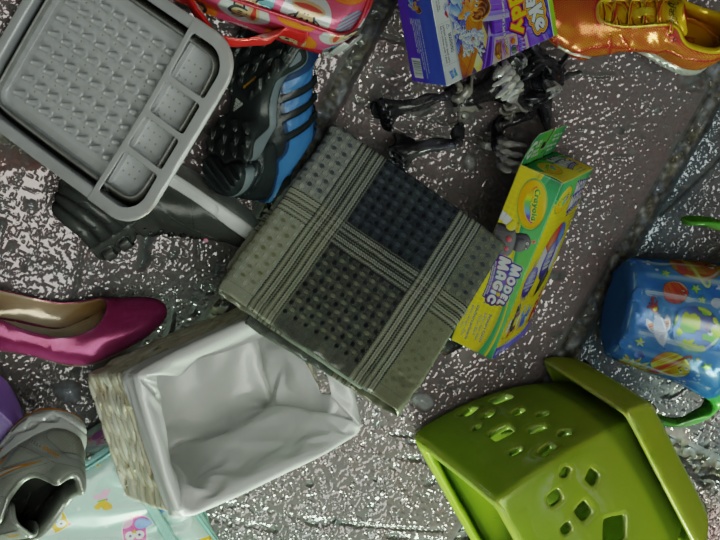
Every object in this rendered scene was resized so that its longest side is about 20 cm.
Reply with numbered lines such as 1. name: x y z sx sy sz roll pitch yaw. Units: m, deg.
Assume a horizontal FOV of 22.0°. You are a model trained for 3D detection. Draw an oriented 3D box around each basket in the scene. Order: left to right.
1. basket: -0.122 0.112 1.597 0.199 0.123 0.137 -23 102 -32

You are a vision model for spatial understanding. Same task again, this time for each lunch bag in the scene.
1. lunch bag: -0.214 0.238 1.672 0.160 0.077 0.201 -31 113 -6
2. lunch bag: -0.076 -0.264 1.511 0.199 0.082 0.177 20 81 -7

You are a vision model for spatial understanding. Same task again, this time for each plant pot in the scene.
1. plant pot: 0.195 0.204 1.721 0.181 0.199 0.201 -35 113 -10

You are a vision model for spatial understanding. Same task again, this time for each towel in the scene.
1. towel: 0.000 0.000 1.576 0.192 0.035 0.201 35 64 1

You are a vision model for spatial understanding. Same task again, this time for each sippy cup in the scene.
1. sippy cup: 0.299 0.047 1.737 0.129 0.140 0.179 11 66 -8

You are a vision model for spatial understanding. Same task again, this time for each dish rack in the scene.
1. dish rack: -0.206 -0.154 1.520 0.199 0.043 0.172 35 99 17

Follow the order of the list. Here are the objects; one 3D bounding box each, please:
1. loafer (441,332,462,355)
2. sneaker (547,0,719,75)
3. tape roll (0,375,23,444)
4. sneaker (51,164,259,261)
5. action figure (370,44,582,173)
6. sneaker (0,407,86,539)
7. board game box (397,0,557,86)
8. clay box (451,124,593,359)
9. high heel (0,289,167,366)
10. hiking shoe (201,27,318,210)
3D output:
1. loafer: 0.011 0.014 1.675 0.200 0.073 0.072 43 101 -14
2. sneaker: 0.245 -0.226 1.647 0.198 0.077 0.074 3 68 -23
3. tape roll: -0.384 0.163 1.582 0.198 0.066 0.201 -9 125 -13
4. sneaker: -0.177 -0.043 1.601 0.199 0.071 0.100 29 100 -16
5. action figure: 0.116 -0.144 1.631 0.199 0.102 0.120 -22 125 -8
6. sneaker: -0.306 0.203 1.537 0.200 0.092 0.076 -42 125 13
7. board game box: 0.087 -0.270 1.518 0.134 0.045 0.201 -28 117 -33
8. clay box: 0.151 -0.028 1.662 0.047 0.115 0.201 26 108 14
9. high heel: -0.271 0.032 1.598 0.198 0.068 0.097 -11 121 2
10. hiking shoe: -0.070 -0.154 1.603 0.086 0.074 0.201 19 96 -50
